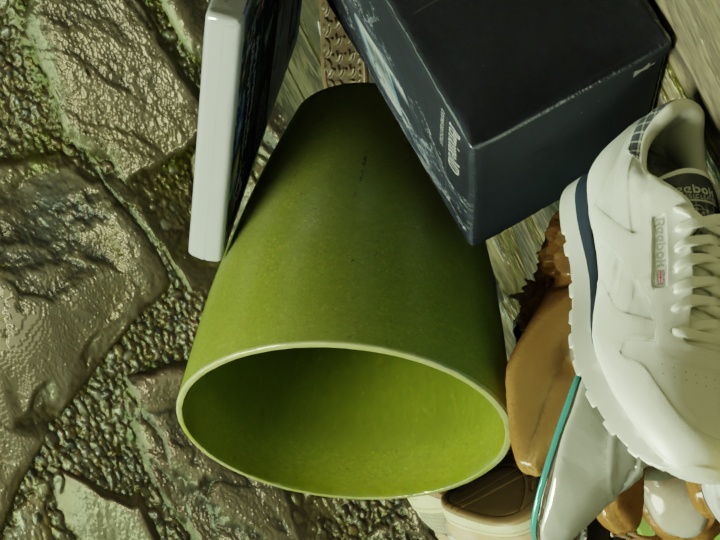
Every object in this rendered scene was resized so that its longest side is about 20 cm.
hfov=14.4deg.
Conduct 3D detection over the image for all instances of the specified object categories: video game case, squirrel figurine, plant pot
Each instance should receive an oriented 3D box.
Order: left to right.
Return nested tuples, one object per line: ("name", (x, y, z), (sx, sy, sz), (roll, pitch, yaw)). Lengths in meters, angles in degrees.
("video game case", (-0.058, -0.134, 1.563), (0.200, 0.023, 0.182), (99, -174, -52))
("plant pot", (0.000, 0.000, 1.618), (0.187, 0.187, 0.200), (69, -157, -57))
("squirrel figurine", (0.163, 0.058, 1.593), (0.187, 0.141, 0.200), (50, -159, -56))

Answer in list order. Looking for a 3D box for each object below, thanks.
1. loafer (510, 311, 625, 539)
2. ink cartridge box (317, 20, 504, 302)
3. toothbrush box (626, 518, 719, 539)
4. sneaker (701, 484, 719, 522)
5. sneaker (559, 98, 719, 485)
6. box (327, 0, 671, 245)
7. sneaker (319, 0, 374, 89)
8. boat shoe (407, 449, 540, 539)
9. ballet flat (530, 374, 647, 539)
("loafer", (0.113, 0.103, 1.714), (0.073, 0.071, 0.200), (10, 106, 54))
("ink cartridge box", (0.034, -0.069, 1.850), (0.109, 0.050, 0.200), (41, -152, -80))
("toothbrush box", (0.196, 0.140, 1.796), (0.200, 0.086, 0.146), (61, 175, 27))
("sneaker", (0.213, 0.091, 1.417), (0.092, 0.076, 0.200), (48, 167, 53))
("sneaker", (0.147, 0.009, 1.334), (0.076, 0.081, 0.200), (17, -137, -32))
("box", (0.057, -0.143, 1.466), (0.200, 0.117, 0.197), (60, 175, 13))
("sneaker", (0.025, -0.198, 1.772), (0.067, 0.090, 0.201), (8, 99, 56))
("boat shoe", (0.081, 0.145, 1.656), (0.065, 0.072, 0.200), (64, 165, -8))
("ballet flat", (0.139, 0.051, 1.451), (0.069, 0.069, 0.200), (90, -166, -80))
